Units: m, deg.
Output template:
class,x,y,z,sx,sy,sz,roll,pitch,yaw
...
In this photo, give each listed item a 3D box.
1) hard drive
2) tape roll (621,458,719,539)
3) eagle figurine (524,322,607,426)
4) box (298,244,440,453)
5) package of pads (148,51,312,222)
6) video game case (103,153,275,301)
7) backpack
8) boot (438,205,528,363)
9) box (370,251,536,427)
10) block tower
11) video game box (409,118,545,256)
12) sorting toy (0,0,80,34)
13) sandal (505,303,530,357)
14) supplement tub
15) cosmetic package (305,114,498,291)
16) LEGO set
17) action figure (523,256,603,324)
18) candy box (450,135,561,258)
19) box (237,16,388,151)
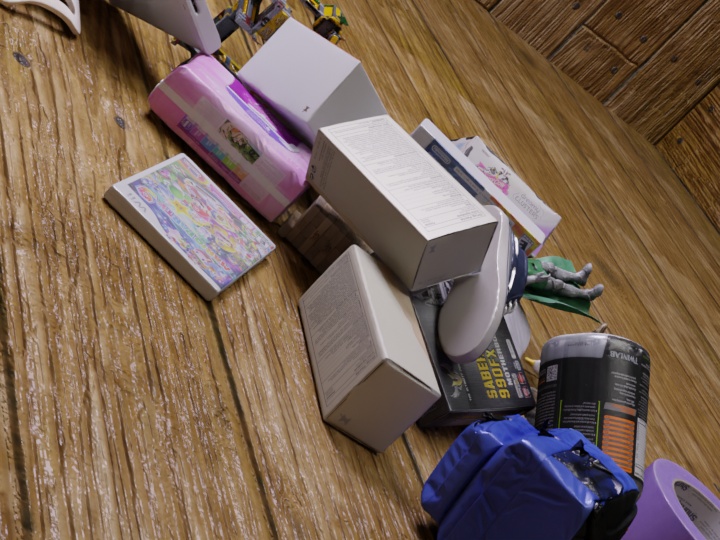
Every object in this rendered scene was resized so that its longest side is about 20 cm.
class,x,y,z,sx,sy,sz,roll,pitch,yaw
hard drive,-0.245,-0.334,1.714,0.200,0.026,0.132,31,-28,40
tape roll,0.389,0.327,1.773,0.200,0.085,0.200,40,19,-17
eagle figurine,0.261,0.148,1.804,0.150,0.153,0.200,0,5,0
box,0.005,0.075,1.482,0.078,0.095,0.200,35,23,-28
package of pads,-0.140,-0.154,1.684,0.200,0.076,0.121,43,18,-7
video game case,-0.166,-0.048,1.495,0.143,0.018,0.200,45,19,0
backpack,0.167,0.218,1.413,0.168,0.163,0.200,49,19,22
boot,0.143,0.032,1.615,0.090,0.072,0.201,50,43,-40
box,0.098,0.068,1.632,0.158,0.048,0.201,4,61,-49
block tower,0.000,0.000,1.686,0.200,0.058,0.054,42,19,-4
video game box,0.083,-0.045,1.759,0.200,0.182,0.047,44,22,-1
sorting toy,-0.363,-0.349,1.636,0.200,0.107,0.181,17,52,-54
sandal,0.155,0.100,1.796,0.079,0.059,0.207,66,26,-12
supplement tub,0.248,0.178,1.615,0.122,0.122,0.201,27,63,-42
cosmetic package,0.041,-0.076,1.589,0.103,0.073,0.200,-15,49,-35
LEGO set,-0.118,-0.271,1.814,0.154,0.199,0.116,50,22,-27
action figure,0.207,0.004,1.867,0.199,0.055,0.118,9,35,-26
candy box,0.144,-0.093,1.994,0.168,0.072,0.200,42,-17,-19
box,-0.042,-0.185,1.777,0.124,0.098,0.200,36,-10,31
